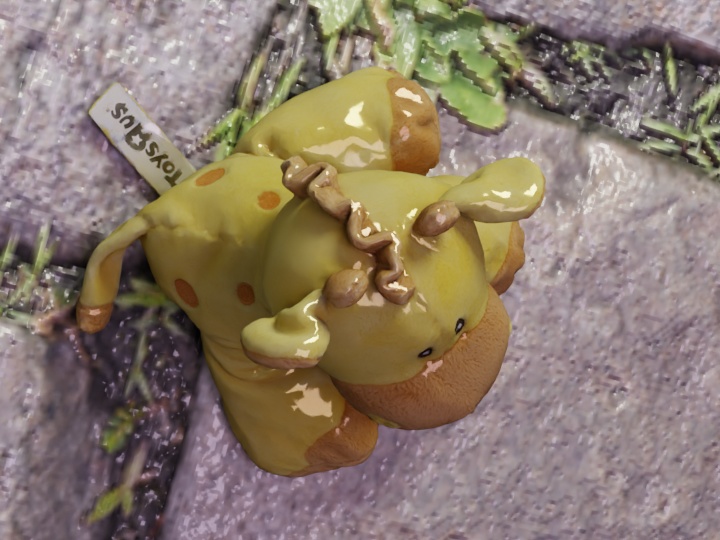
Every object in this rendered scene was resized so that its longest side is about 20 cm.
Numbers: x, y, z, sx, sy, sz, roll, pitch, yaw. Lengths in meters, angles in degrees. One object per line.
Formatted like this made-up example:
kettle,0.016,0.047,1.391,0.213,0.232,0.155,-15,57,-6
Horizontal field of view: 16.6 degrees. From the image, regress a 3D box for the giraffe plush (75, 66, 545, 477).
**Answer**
giraffe plush,0.000,0.000,0.966,0.200,0.162,0.173,31,84,-30
